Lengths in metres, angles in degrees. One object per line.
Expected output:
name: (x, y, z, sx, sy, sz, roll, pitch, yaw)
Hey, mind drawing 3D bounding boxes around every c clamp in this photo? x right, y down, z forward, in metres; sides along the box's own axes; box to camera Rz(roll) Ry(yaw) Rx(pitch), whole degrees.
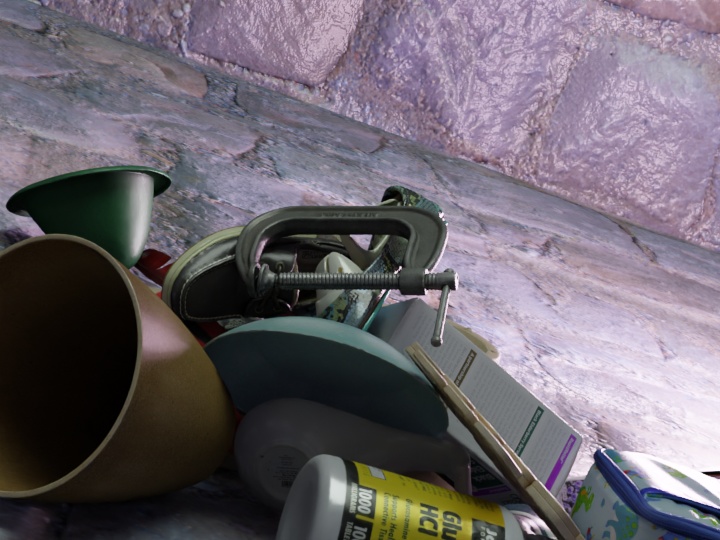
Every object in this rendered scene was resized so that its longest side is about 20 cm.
c clamp: (-0.012, -0.007, 1.657, 0.198, 0.027, 0.171, 3, 37, 17)

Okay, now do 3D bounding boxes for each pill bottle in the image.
pill bottle: (0.045, 0.209, 1.495, 0.198, 0.113, 0.113, 17, 13, -14)

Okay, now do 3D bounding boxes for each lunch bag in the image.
lunch bag: (0.275, 0.216, 1.662, 0.198, 0.083, 0.161, 20, 12, -13)

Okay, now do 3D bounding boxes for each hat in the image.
hat: (-0.254, -0.001, 2.126, 0.199, 0.178, 0.165, -18, -13, 39)

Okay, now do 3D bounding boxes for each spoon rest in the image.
spoon rest: (-0.005, 0.149, 1.624, 0.198, 0.100, 0.061, 5, 22, 19)

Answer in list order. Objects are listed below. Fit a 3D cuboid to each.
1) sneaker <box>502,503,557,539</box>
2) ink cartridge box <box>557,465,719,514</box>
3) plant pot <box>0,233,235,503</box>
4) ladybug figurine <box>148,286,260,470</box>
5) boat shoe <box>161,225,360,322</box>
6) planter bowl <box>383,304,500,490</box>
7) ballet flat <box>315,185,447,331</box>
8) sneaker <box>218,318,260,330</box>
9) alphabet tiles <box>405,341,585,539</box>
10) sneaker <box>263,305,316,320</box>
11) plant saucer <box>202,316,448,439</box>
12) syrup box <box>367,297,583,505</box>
sneaker: (0.106, 0.216, 1.658, 0.199, 0.075, 0.084, 22, 12, -47)
ink cartridge box: (0.266, 0.199, 1.830, 0.198, 0.051, 0.109, -7, -5, 34)
plant pot: (-0.180, 0.092, 1.536, 0.186, 0.188, 0.200, 29, 0, 34)
ladybug figurine: (-0.142, 0.083, 1.731, 0.200, 0.072, 0.136, 39, 26, 6)
boat shoe: (-0.072, 0.002, 1.736, 0.199, 0.074, 0.065, -19, 33, -38)
planter bowl: (0.047, 0.113, 1.853, 0.198, 0.136, 0.200, 20, 13, -5)
ballet flat: (0.000, 0.000, 1.723, 0.074, 0.075, 0.200, 23, 44, 14)
sneaker: (-0.164, 0.067, 1.856, 0.197, 0.077, 0.114, 16, 15, -6)
alphabet tiles: (0.105, 0.136, 1.573, 0.200, 0.015, 0.196, 49, -4, 37)
sneaker: (-0.034, 0.046, 1.818, 0.094, 0.080, 0.201, -3, 30, 1)
plant saucer: (-0.024, 0.079, 1.620, 0.199, 0.039, 0.201, 13, -26, 6)
syrup box: (0.080, 0.116, 1.732, 0.200, 0.082, 0.079, 41, -27, -18)
